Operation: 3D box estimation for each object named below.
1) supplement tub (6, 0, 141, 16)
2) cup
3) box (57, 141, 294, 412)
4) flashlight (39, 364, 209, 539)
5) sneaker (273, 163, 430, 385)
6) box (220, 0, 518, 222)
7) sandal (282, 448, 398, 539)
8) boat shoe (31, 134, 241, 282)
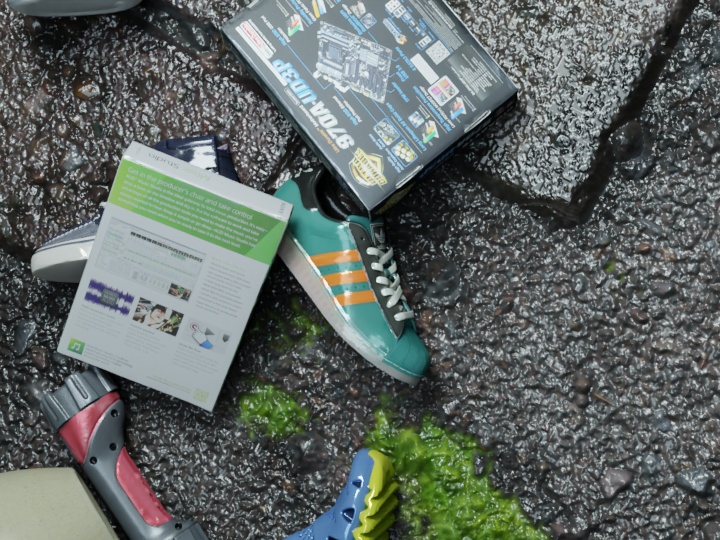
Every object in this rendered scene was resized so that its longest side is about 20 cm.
[{"bbox_3d":[-0.245,-0.321,1.631,0.122,0.122,0.202,-5,88,15],"label":"supplement tub"},{"bbox_3d":[-0.275,0.245,1.618,0.143,0.200,0.201,-32,81,-8],"label":"cup"},{"bbox_3d":[-0.154,0.007,1.595,0.143,0.036,0.201,22,120,-4],"label":"box"},{"bbox_3d":[-0.193,0.177,1.650,0.068,0.068,0.200,-41,83,37],"label":"flashlight"},{"bbox_3d":[0.000,0.000,1.590,0.080,0.071,0.200,-43,78,15],"label":"sneaker"},{"bbox_3d":[0.007,-0.166,1.580,0.159,0.046,0.200,-39,81,-6],"label":"box"},{"bbox_3d":[-0.030,0.239,1.598,0.087,0.079,0.201,21,94,17],"label":"sandal"},{"bbox_3d":[-0.189,-0.052,1.650,0.199,0.075,0.093,-12,72,14],"label":"boat shoe"}]
